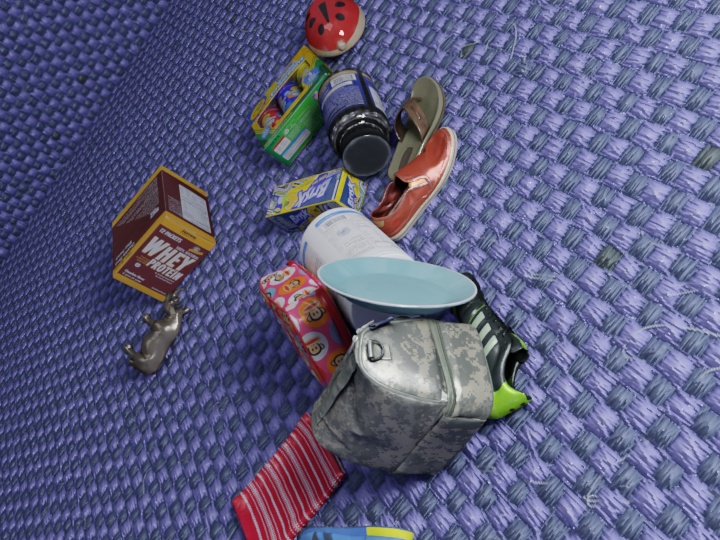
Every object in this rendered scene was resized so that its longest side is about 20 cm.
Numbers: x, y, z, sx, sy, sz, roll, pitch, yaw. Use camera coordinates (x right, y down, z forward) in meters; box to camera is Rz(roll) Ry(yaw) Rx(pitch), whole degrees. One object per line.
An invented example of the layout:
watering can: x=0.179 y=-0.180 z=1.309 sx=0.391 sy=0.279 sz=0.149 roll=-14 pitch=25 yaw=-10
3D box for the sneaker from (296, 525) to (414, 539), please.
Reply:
sneaker: x=-0.015 y=0.365 z=0.950 sx=0.199 sy=0.066 sz=0.079 roll=-17 pitch=57 yaw=42

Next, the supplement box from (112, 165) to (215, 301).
supplement box: x=-0.446 y=-0.083 z=1.693 sx=0.197 sy=0.132 sz=0.201 roll=-44 pitch=39 yaw=19

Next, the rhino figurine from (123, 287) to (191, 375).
rhino figurine: x=-0.417 y=0.126 z=1.575 sx=0.087 sy=0.060 sz=0.201 roll=26 pitch=85 yaw=34

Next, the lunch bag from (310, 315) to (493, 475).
lunch bag: x=0.042 y=0.148 z=0.899 sx=0.201 sy=0.166 sz=0.140 roll=121 pitch=147 yaw=-46

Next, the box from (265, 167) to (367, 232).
box: x=-0.083 y=-0.125 z=1.365 sx=0.199 sy=0.064 sz=0.071 roll=-8 pitch=60 yaw=45

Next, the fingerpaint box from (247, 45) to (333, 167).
fingerpaint box: x=-0.135 y=-0.344 z=1.566 sx=0.200 sy=0.073 sz=0.167 roll=-47 pitch=38 yaw=15

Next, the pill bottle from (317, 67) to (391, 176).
pill bottle: x=-0.008 y=-0.261 z=1.333 sx=0.112 sy=0.111 sz=0.201 roll=-39 pitch=41 yaw=23

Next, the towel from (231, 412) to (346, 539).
towel: x=-0.111 y=0.326 z=1.122 sx=0.200 sy=0.022 sz=0.145 roll=-51 pitch=38 yaw=10

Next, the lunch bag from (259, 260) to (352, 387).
lunch bag: x=-0.071 y=0.091 z=1.122 sx=0.081 sy=0.177 sz=0.200 roll=-29 pitch=27 yaw=-11

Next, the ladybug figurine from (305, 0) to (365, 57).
ladybug figurine: x=-0.060 y=-0.522 z=1.585 sx=0.135 sy=0.072 sz=0.201 roll=-31 pitch=42 yaw=8

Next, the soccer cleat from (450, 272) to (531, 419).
soccer cleat: x=0.165 y=0.086 z=0.945 sx=0.081 sy=0.067 sz=0.202 roll=-23 pitch=55 yaw=25

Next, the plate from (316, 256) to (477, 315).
plate: x=0.044 y=0.021 z=0.930 sx=0.200 sy=0.199 sz=0.026 roll=27 pitch=116 yaw=53

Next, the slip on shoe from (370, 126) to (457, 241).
slip on shoe: x=0.085 y=-0.142 z=1.187 sx=0.201 sy=0.061 sz=0.074 roll=-56 pitch=35 yaw=2

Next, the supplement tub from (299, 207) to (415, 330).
supplement tub: x=0.000 y=0.000 z=1.129 sx=0.132 sy=0.132 sz=0.200 roll=-53 pitch=38 yaw=8

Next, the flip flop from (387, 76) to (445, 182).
flip flop: x=0.084 y=-0.239 z=1.257 sx=0.081 sy=0.057 sz=0.202 roll=4 pitch=69 yaw=50
